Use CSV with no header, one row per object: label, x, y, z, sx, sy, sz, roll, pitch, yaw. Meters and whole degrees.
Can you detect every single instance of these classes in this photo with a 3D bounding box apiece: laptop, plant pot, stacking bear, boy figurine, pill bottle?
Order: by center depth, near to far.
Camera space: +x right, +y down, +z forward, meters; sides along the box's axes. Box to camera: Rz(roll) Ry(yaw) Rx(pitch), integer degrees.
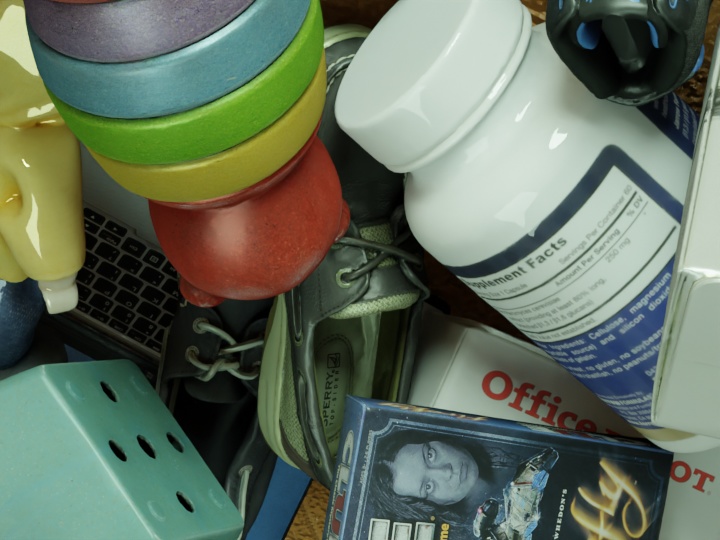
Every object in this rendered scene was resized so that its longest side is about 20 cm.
stacking bear,-0.062,-0.072,0.991,0.121,0.114,0.201,-33,134,-12
pill bottle,0.088,-0.028,1.056,0.200,0.112,0.111,40,132,-22
boy figurine,-0.143,-0.046,1.086,0.064,0.125,0.201,-13,137,-31
plant pot,-0.159,0.132,1.122,0.200,0.141,0.142,-41,77,16
laptop,-0.094,0.064,1.205,0.186,0.116,0.200,28,136,-12

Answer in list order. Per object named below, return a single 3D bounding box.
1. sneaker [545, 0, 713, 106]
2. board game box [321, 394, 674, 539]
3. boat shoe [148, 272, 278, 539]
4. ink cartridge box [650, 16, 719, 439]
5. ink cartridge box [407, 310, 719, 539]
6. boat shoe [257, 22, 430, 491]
sneaker,0.096,-0.144,0.934,0.072,0.112,0.201,0,134,17
board game box,0.044,0.160,1.097,0.134,0.202,0.035,9,-177,-13
boat shoe,-0.052,0.043,1.159,0.072,0.063,0.201,13,110,-7
ink cartridge box,0.189,-0.026,0.959,0.146,0.201,0.083,13,137,5
ink cartridge box,0.061,0.137,1.160,0.146,0.201,0.086,24,178,-13
boat shoe,-0.001,0.001,1.104,0.071,0.066,0.202,-11,120,-30
